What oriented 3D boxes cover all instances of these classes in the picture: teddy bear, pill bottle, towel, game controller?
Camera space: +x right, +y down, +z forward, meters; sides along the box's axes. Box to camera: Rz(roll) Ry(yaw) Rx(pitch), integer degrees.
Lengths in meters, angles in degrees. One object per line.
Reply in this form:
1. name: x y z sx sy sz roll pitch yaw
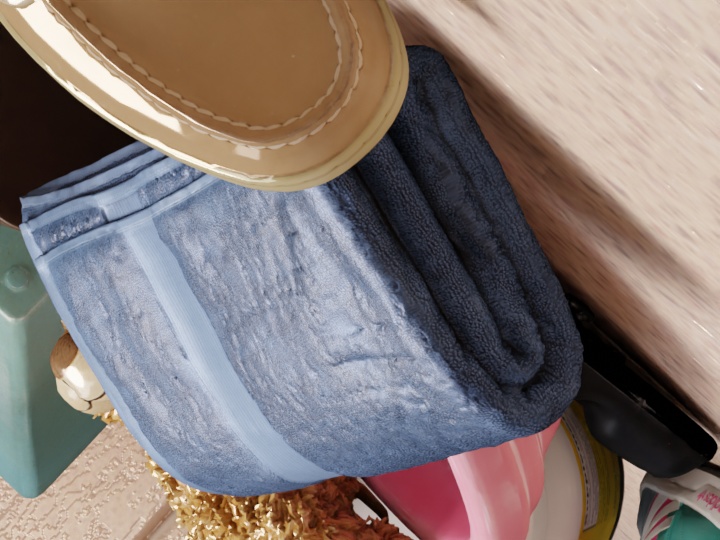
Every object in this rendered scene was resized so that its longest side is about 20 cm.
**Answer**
1. teddy bear: -0.039 0.070 0.961 0.201 0.067 0.145 57 166 -7
2. pill bottle: 0.036 0.087 1.114 0.114 0.114 0.200 42 -172 10
3. towel: -0.024 0.008 0.788 0.200 0.048 0.112 -18 104 58
4. game controller: 0.052 0.015 1.020 0.104 0.042 0.200 28 -175 -28

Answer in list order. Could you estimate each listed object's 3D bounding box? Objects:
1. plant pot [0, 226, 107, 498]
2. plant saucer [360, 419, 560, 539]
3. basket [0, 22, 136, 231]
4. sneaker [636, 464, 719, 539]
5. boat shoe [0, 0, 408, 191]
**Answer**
1. plant pot: -0.150 -0.013 1.273 0.141 0.141 0.200 42 165 6
2. plant saucer: 0.000 0.000 0.900 0.201 0.051 0.201 54 169 16
3. basket: -0.158 -0.099 1.020 0.200 0.181 0.136 30 -162 39
4. sneaker: 0.113 0.141 1.092 0.084 0.121 0.200 42 177 0
5. boat shoe: -0.072 -0.095 0.637 0.200 0.071 0.065 43 178 13
